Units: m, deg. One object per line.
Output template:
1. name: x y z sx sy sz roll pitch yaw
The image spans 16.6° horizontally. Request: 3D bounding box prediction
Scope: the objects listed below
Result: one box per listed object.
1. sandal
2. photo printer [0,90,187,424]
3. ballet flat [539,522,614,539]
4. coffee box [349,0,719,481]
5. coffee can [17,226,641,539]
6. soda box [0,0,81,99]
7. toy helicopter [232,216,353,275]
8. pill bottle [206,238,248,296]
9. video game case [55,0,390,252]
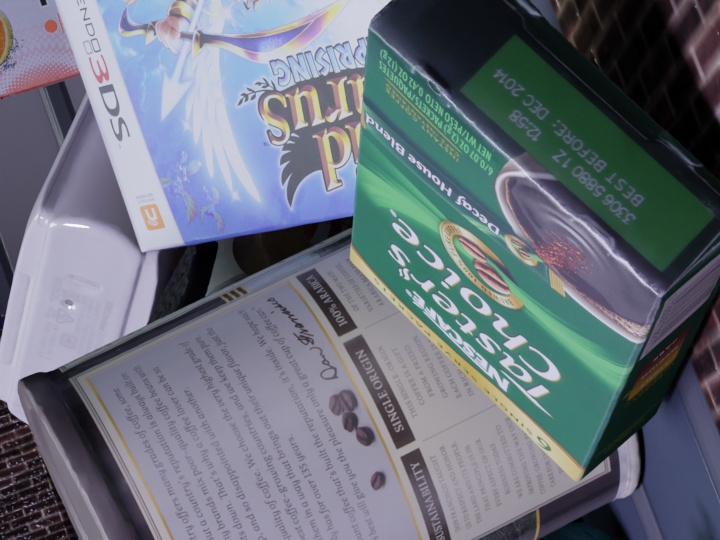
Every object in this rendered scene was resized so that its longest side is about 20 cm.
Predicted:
1. sandal: -0.075 0.043 1.092 0.200 0.045 0.075 113 -178 -66
2. photo printer: -0.106 -0.042 1.174 0.167 0.069 0.200 111 178 -50
3. ballet flat: 0.014 0.145 1.019 0.070 0.199 0.068 -93 -6 -66
4. coffee box: 0.053 -0.010 0.791 0.123 0.044 0.200 44 165 12
5. coffee can: -0.013 0.066 0.961 0.147 0.200 0.146 60 168 22
6. soda box: -0.105 -0.125 1.068 0.064 0.200 0.069 -155 48 -79
7. toy helicopter: 0.000 0.000 1.081 0.079 0.132 0.201 -15 83 44
8. pill bottle: -0.055 0.024 1.322 0.200 0.113 0.114 -115 8 -71
9. video game case: -0.037 -0.107 0.951 0.200 0.045 0.182 -9 104 45
